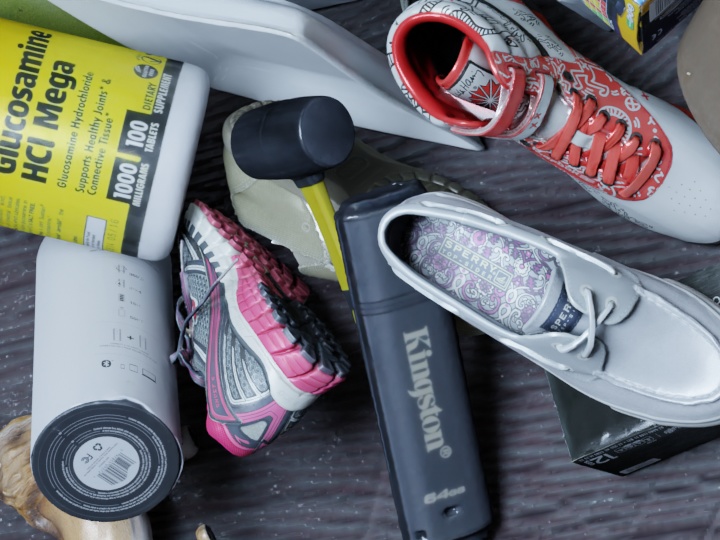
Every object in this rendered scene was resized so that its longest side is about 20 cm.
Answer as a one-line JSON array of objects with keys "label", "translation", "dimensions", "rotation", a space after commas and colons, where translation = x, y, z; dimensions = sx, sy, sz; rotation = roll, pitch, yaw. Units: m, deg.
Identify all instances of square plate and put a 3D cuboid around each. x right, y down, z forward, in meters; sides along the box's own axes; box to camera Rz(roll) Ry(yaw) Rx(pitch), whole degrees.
[{"label": "square plate", "translation": [-0.056, -0.120, 1.363], "dimensions": [0.198, 0.200, 0.029], "rotation": [16, 84, 34]}]

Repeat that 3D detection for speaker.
[{"label": "speaker", "translation": [-0.141, 0.047, 1.396], "dimensions": [0.081, 0.081, 0.200], "rotation": [-41, 28, 18]}]

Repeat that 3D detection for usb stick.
[{"label": "usb stick", "translation": [0.029, 0.052, 1.309], "dimensions": [0.033, 0.055, 0.200], "rotation": [18, 124, 60]}]

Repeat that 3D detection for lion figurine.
[{"label": "lion figurine", "translation": [-0.139, 0.152, 1.427], "dimensions": [0.122, 0.072, 0.200], "rotation": [-28, 57, 9]}]

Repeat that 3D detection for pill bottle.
[{"label": "pill bottle", "translation": [-0.190, -0.080, 1.394], "dimensions": [0.199, 0.112, 0.113], "rotation": [13, 85, -4]}]

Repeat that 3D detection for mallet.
[{"label": "mallet", "translation": [0.000, 0.000, 1.320], "dimensions": [0.066, 0.041, 0.200], "rotation": [-19, 100, 52]}]

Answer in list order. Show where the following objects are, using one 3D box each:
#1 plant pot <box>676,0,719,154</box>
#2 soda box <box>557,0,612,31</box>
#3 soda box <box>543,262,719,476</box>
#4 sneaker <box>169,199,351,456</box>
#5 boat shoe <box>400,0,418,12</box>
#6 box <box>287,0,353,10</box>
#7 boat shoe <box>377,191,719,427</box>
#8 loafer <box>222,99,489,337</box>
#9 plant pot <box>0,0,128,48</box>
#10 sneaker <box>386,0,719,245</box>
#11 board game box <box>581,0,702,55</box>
[{"label": "plant pot", "translation": [0.249, -0.121, 1.197], "dimensions": [0.175, 0.200, 0.201], "rotation": [-44, 58, 38]}, {"label": "soda box", "translation": [0.114, -0.235, 1.363], "dimensions": [0.068, 0.064, 0.200], "rotation": [-30, 64, 24]}, {"label": "soda box", "translation": [0.192, 0.034, 1.252], "dimensions": [0.200, 0.063, 0.071], "rotation": [-25, 67, 25]}, {"label": "sneaker", "translation": [-0.072, 0.026, 1.372], "dimensions": [0.075, 0.081, 0.200], "rotation": [-47, 26, 9]}, {"label": "boat shoe", "translation": [0.049, -0.204, 1.397], "dimensions": [0.071, 0.064, 0.201], "rotation": [-17, 70, 28]}, {"label": "box", "translation": [-0.068, -0.260, 1.431], "dimensions": [0.106, 0.152, 0.201], "rotation": [-9, 75, 28]}, {"label": "boat shoe", "translation": [0.098, 0.016, 1.216], "dimensions": [0.200, 0.068, 0.072], "rotation": [33, 101, 15]}, {"label": "loafer", "translation": [0.006, -0.021, 1.382], "dimensions": [0.200, 0.076, 0.068], "rotation": [36, 136, 24]}, {"label": "plant pot", "translation": [-0.232, -0.189, 1.495], "dimensions": [0.200, 0.193, 0.201], "rotation": [-8, 75, 31]}, {"label": "sneaker", "translation": [0.102, -0.072, 1.278], "dimensions": [0.201, 0.108, 0.067], "rotation": [41, 117, 12]}, {"label": "board game box", "translation": [0.155, -0.233, 1.283], "dimensions": [0.200, 0.057, 0.165], "rotation": [-41, 67, -10]}]
